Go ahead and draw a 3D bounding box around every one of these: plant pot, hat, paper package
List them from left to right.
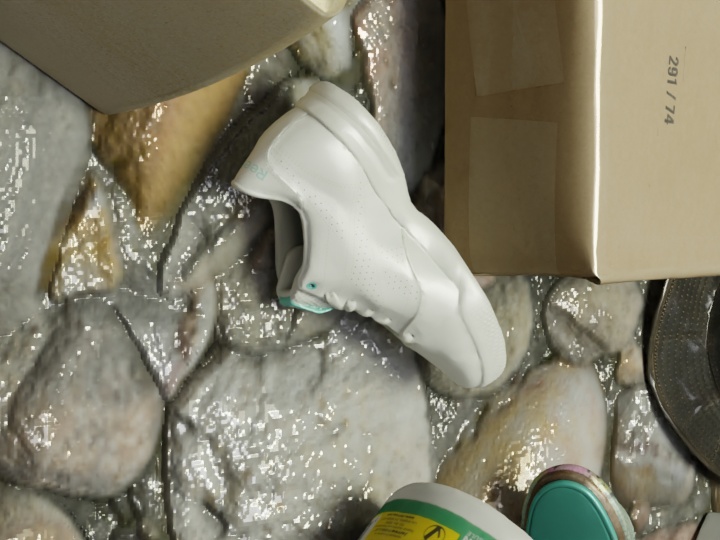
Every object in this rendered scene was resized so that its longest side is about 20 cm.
[{"bbox_3d":[-0.087,-0.200,1.120,0.200,0.177,0.200,36,70,-39],"label":"plant pot"},{"bbox_3d":[0.138,-0.096,1.372,0.190,0.103,0.200,-3,94,-51],"label":"paper package"},{"bbox_3d":[0.268,0.045,1.536,0.200,0.081,0.201,-5,98,-42],"label":"hat"}]

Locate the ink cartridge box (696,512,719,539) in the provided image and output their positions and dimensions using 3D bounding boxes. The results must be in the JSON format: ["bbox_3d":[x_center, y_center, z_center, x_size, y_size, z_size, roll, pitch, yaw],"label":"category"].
[{"bbox_3d":[0.310,0.218,1.510,0.145,0.200,0.084,41,62,-37],"label":"ink cartridge box"}]

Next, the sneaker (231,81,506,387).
[{"bbox_3d":[0.000,0.000,1.302,0.088,0.075,0.200,-42,120,-13],"label":"sneaker"}]

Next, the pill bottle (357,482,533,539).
[{"bbox_3d":[0.011,0.218,1.289,0.200,0.113,0.113,-52,125,-27],"label":"pill bottle"}]

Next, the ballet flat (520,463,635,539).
[{"bbox_3d":[0.141,0.187,1.448,0.071,0.069,0.200,-47,129,-51],"label":"ballet flat"}]
